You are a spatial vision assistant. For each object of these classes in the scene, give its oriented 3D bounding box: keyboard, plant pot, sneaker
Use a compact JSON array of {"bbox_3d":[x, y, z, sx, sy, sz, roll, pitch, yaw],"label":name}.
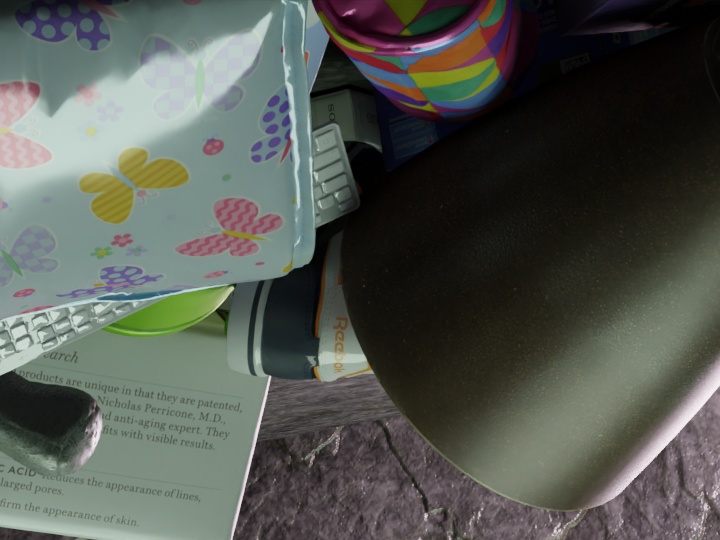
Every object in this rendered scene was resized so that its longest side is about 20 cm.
[{"bbox_3d":[-0.094,-0.007,1.267,0.199,0.011,0.056,-25,142,-8],"label":"keyboard"},{"bbox_3d":[0.123,-0.020,1.272,0.186,0.188,0.200,-1,149,-44],"label":"plant pot"},{"bbox_3d":[0.000,0.000,1.385,0.079,0.079,0.200,8,-151,13],"label":"sneaker"}]

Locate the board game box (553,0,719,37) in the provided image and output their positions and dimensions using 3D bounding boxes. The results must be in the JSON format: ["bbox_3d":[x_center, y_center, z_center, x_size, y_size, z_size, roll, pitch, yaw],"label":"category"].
[{"bbox_3d":[0.188,-0.154,1.191,0.165,0.057,0.200,-7,171,-17],"label":"board game box"}]

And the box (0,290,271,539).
[{"bbox_3d":[-0.173,0.055,1.583,0.199,0.131,0.199,10,-169,-20],"label":"box"}]

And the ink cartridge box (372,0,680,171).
[{"bbox_3d":[0.096,-0.094,1.424,0.136,0.077,0.200,-16,170,31],"label":"ink cartridge box"}]

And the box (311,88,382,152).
[{"bbox_3d":[-0.062,-0.060,1.634,0.199,0.037,0.144,-11,172,23],"label":"box"}]

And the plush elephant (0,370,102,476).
[{"bbox_3d":[-0.256,0.086,1.331,0.200,0.165,0.155,38,154,-11],"label":"plush elephant"}]

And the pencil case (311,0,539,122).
[{"bbox_3d":[0.030,-0.116,1.192,0.088,0.089,0.200,-10,173,5],"label":"pencil case"}]

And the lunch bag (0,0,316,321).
[{"bbox_3d":[-0.107,-0.062,1.090,0.169,0.127,0.200,-9,139,-5],"label":"lunch bag"}]

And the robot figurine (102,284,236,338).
[{"bbox_3d":[-0.104,-0.036,1.416,0.175,0.116,0.200,29,158,-2],"label":"robot figurine"}]

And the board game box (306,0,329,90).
[{"bbox_3d":[-0.118,-0.070,1.223,0.199,0.037,0.152,-5,132,-32],"label":"board game box"}]
